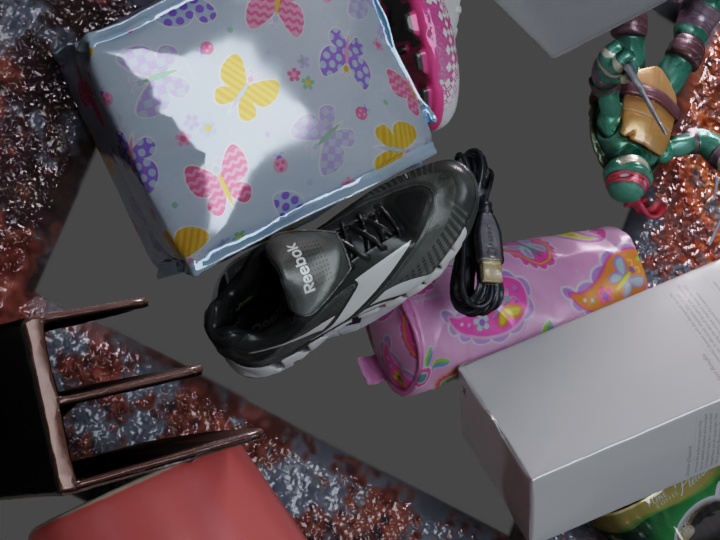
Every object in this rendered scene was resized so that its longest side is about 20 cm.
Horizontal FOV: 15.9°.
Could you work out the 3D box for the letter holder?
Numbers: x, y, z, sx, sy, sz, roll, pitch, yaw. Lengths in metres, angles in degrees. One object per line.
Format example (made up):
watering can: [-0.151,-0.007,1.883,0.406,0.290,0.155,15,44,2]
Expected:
letter holder: [-0.158,0.072,1.526,0.142,0.200,0.101,-12,90,-27]

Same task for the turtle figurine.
turtle figurine: [0.203,-0.117,1.786,0.150,0.101,0.200,31,55,-35]

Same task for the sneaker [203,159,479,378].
sneaker: [-0.015,-0.002,1.584,0.200,0.090,0.067,-34,73,11]

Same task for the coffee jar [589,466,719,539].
coffee jar: [0.226,0.191,1.769,0.104,0.085,0.200,-33,100,-21]

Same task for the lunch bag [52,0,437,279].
lunch bag: [-0.067,-0.107,1.636,0.200,0.127,0.170,-28,97,-15]

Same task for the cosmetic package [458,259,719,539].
cosmetic package: [0.175,0.085,1.691,0.200,0.085,0.108,-21,53,-11]

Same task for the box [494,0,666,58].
box: [0.119,-0.272,1.716,0.200,0.106,0.152,43,44,-25]

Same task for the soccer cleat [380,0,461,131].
soccer cleat: [0.047,-0.197,1.732,0.086,0.070,0.201,-15,91,-27]

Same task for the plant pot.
plant pot: [-0.102,0.211,1.556,0.200,0.200,0.178,-21,84,-27]

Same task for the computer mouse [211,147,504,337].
computer mouse: [0.000,0.000,1.656,0.044,0.200,0.110,40,36,-62]

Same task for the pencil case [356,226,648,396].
pencil case: [0.096,0.027,1.727,0.200,0.087,0.088,-14,90,-26]
